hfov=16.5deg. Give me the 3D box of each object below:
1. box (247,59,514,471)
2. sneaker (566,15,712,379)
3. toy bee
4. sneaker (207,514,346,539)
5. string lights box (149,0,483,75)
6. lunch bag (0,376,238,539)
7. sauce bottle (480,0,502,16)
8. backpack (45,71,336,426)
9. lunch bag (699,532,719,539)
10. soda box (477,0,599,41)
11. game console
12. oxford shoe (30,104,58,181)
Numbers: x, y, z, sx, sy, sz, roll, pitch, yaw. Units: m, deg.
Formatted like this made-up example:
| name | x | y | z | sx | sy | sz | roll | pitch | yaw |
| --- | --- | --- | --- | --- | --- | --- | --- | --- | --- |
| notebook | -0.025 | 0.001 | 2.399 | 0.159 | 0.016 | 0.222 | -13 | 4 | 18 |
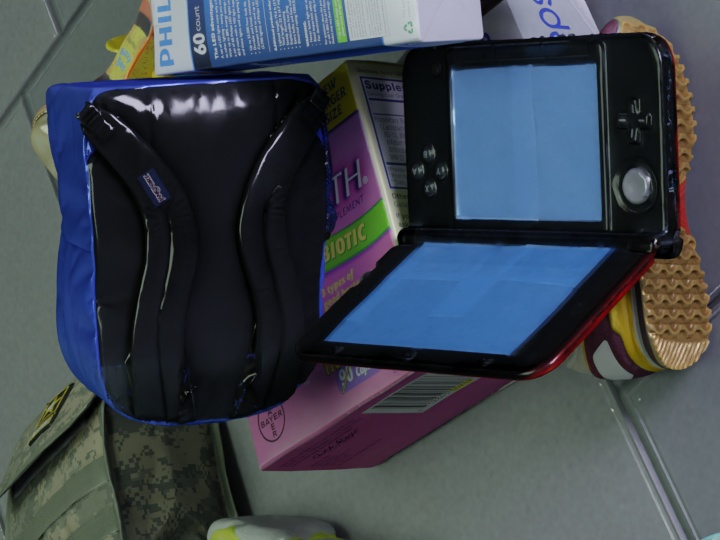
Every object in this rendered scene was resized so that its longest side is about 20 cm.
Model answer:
| name | x | y | z | sx | sy | sz | roll | pitch | yaw |
| --- | --- | --- | --- | --- | --- | --- | --- | --- | --- |
| box | 0.000 | 0.000 | 1.538 | 0.176 | 0.096 | 0.201 | -34 | 63 | 45 |
| sneaker | 0.136 | -0.039 | 1.389 | 0.090 | 0.075 | 0.201 | -10 | 80 | 44 |
| toy bee | -0.151 | -0.119 | 1.707 | 0.131 | 0.108 | 0.201 | 4 | 84 | 63 |
| sneaker | -0.030 | 0.217 | 1.584 | 0.200 | 0.076 | 0.106 | 8 | 95 | 50 |
| string lights box | -0.031 | -0.168 | 1.386 | 0.199 | 0.059 | 0.103 | -3 | 94 | 41 |
| lunch bag | -0.175 | 0.151 | 1.735 | 0.164 | 0.117 | 0.201 | -43 | 51 | 41 |
| sauce bottle | 0.038 | -0.164 | 1.414 | 0.200 | 0.066 | 0.066 | -2 | 87 | 53 |
| backpack | -0.102 | -0.014 | 1.470 | 0.168 | 0.162 | 0.201 | -162 | 68 | -71 |
| lunch bag | 0.178 | 0.232 | 1.327 | 0.200 | 0.077 | 0.161 | -31 | 67 | 46 |
| soda box | 0.082 | -0.164 | 1.465 | 0.063 | 0.068 | 0.201 | -46 | 54 | 42 |
| game console | 0.062 | -0.038 | 1.336 | 0.200 | 0.118 | 0.173 | 3 | 97 | 47 |
| oxford shoe | -0.149 | -0.034 | 1.661 | 0.200 | 0.074 | 0.071 | 40 | 134 | 2 |
